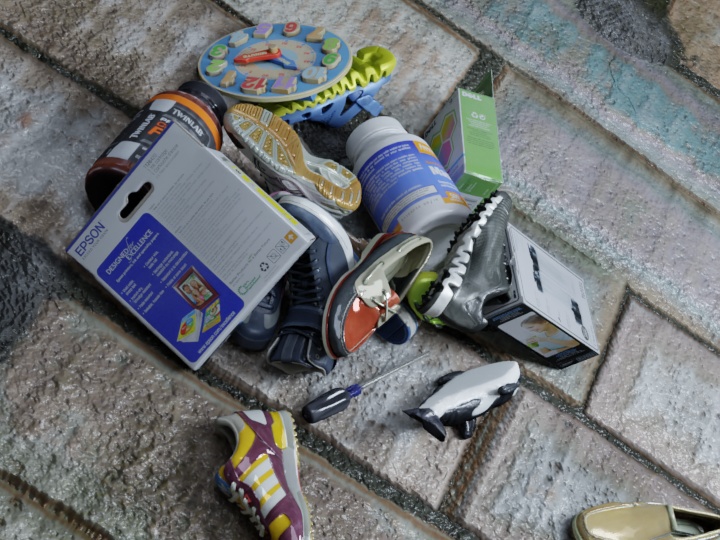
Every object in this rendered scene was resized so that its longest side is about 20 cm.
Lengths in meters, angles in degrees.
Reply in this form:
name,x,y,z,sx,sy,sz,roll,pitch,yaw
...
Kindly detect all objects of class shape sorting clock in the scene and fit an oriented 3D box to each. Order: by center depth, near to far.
name,x,y,z,sx,sy,sz,roll,pitch,yaw
shape sorting clock,-0.110,-0.273,1.656,0.200,0.039,0.200,-3,42,2

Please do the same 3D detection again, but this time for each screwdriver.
name,x,y,z,sx,sy,sz,roll,pitch,yaw
screwdriver,0.010,0.133,1.505,0.200,0.029,0.028,-22,70,-40

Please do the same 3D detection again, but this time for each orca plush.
name,x,y,z,sx,sy,sz,roll,pitch,yaw
orca plush,0.131,0.169,1.509,0.200,0.105,0.071,-31,116,-62

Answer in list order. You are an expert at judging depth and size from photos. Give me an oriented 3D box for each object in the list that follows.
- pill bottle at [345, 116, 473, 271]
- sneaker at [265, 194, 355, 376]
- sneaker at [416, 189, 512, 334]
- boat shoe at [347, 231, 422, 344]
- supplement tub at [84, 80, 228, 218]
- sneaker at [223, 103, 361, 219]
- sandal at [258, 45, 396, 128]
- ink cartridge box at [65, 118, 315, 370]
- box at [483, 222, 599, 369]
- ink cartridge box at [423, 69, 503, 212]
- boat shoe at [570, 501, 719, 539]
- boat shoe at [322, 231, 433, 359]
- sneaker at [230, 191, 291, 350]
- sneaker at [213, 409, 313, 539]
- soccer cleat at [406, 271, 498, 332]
name,x,y,z,sx,sy,sz,roll,pitch,yaw
pill bottle,0.057,-0.102,1.617,0.112,0.112,0.200,-4,47,-30
sneaker,-0.064,0.028,1.448,0.146,0.077,0.202,-57,136,-37
sneaker,0.143,-0.004,1.493,0.090,0.066,0.200,35,57,-7
boat shoe,0.000,0.000,1.565,0.200,0.072,0.072,49,45,-3
supplement tub,-0.231,-0.140,1.508,0.107,0.107,0.200,33,50,-4
sneaker,-0.098,-0.119,1.562,0.200,0.088,0.076,38,47,-19
sandal,-0.039,-0.221,1.683,0.200,0.087,0.079,-21,41,-17
ink cartridge box,-0.188,-0.028,1.412,0.200,0.198,0.047,43,12,5
box,0.217,0.034,1.594,0.200,0.060,0.117,31,43,-48
ink cartridge box,0.135,-0.174,1.723,0.059,0.104,0.200,13,54,-20
boat shoe,0.348,0.302,1.530,0.200,0.076,0.072,3,58,-25
boat shoe,0.019,0.025,1.448,0.063,0.071,0.200,4,40,28
sneaker,-0.114,-0.006,1.494,0.070,0.082,0.200,16,53,-19
sneaker,-0.106,0.240,1.345,0.090,0.075,0.200,0,52,-18
soccer cleat,0.114,0.026,1.577,0.200,0.065,0.084,14,39,-48
